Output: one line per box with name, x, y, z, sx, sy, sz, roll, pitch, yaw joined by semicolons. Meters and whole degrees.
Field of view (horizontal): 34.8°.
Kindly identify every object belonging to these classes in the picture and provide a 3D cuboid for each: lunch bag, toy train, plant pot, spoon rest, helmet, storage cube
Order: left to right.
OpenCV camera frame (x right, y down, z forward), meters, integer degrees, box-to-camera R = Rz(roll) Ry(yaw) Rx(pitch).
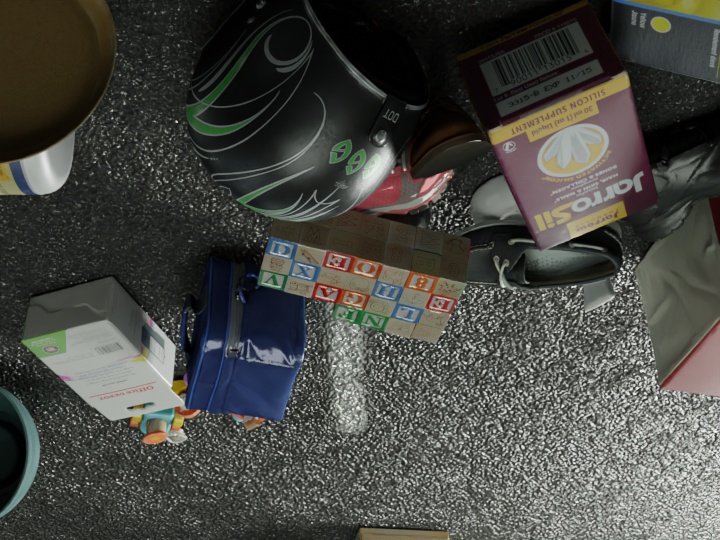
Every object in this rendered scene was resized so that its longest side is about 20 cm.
plant pot;-0.504;0.238;1.496;0.200;0.201;0.134;-5;170;4
plant pot;-0.298;-0.174;0.940;0.200;0.200;0.027;0;163;-2
toy train;-0.217;0.202;1.547;0.200;0.056;0.150;-24;137;27
lunch bag;-0.141;0.077;1.316;0.132;0.136;0.200;6;142;-11
helmet;-0.056;-0.138;0.996;0.200;0.200;0.191;29;123;-34
spoon rest;0.202;-0.037;1.256;0.099;0.061;0.200;-31;121;32
storage cube;0.425;0.027;1.243;0.180;0.171;0.200;9;142;-13

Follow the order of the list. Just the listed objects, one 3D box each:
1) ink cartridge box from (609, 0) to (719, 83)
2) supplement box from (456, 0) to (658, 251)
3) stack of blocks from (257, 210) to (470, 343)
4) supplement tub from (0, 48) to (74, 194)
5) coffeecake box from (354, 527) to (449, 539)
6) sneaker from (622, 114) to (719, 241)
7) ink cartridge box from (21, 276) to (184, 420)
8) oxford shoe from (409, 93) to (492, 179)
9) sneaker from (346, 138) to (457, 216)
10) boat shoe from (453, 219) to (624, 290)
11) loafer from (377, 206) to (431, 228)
ink cartridge box;0.304;-0.233;0.932;0.200;0.047;0.198;20;148;23
supplement box;0.184;-0.127;1.060;0.131;0.103;0.200;-24;143;9
stack of blocks;0.000;0.000;1.176;0.200;0.059;0.115;14;143;-6
supplement tub;-0.366;-0.137;1.017;0.200;0.145;0.144;-1;143;-1
coffeecake box;0.056;0.514;1.956;0.153;0.073;0.200;5;143;-10
sneaker;0.322;-0.107;1.148;0.091;0.076;0.200;29;130;-20
ink cartridge box;-0.303;0.100;1.398;0.117;0.067;0.200;-14;140;15
oxford shoe;0.068;-0.120;1.004;0.071;0.071;0.200;-18;-176;1
sneaker;0.009;-0.094;1.148;0.200;0.074;0.087;-25;136;28
boat shoe;0.173;-0.012;1.201;0.200;0.060;0.076;-12;130;19
loafer;0.036;-0.013;1.258;0.070;0.070;0.200;2;143;-5
